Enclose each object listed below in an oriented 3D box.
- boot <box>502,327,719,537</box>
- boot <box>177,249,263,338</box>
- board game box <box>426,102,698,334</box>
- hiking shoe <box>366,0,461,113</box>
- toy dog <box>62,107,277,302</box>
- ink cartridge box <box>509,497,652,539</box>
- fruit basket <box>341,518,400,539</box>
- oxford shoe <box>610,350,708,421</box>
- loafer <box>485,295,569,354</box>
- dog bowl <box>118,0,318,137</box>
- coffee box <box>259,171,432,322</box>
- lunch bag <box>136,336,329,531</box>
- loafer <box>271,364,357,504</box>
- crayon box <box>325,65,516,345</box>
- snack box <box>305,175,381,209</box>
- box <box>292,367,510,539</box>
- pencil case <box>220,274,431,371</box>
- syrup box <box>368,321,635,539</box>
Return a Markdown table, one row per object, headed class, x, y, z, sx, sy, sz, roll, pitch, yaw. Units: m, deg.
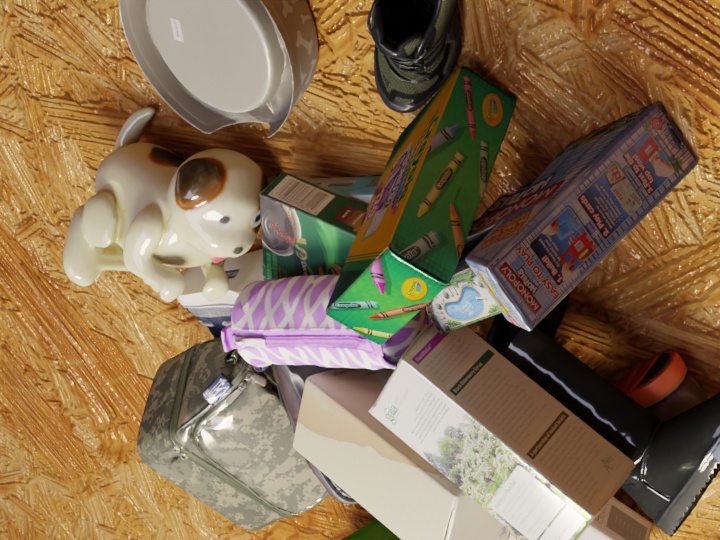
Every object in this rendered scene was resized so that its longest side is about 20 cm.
| class | x | y | z | sx | sy | sz | roll | pitch | yaw |
| --- | --- | --- | --- | --- | --- | --- | --- | --- | --- |
| boot | 0.209 | 0.104 | 1.360 | 0.199 | 0.066 | 0.166 | 38 | 129 | 16 |
| boot | -0.098 | 0.033 | 1.683 | 0.199 | 0.073 | 0.091 | 0 | 137 | 47 |
| board game box | 0.131 | -0.024 | 1.288 | 0.062 | 0.200 | 0.199 | 53 | 142 | -10 |
| hiking shoe | 0.034 | -0.192 | 1.313 | 0.075 | 0.101 | 0.201 | 34 | 141 | 16 |
| toy dog | -0.167 | -0.061 | 1.619 | 0.199 | 0.196 | 0.139 | -3 | 165 | 45 |
| ink cartridge box | 0.143 | 0.218 | 1.559 | 0.199 | 0.045 | 0.175 | 35 | 151 | -27 |
| fruit basket | 0.026 | 0.394 | 1.769 | 0.214 | 0.216 | 0.156 | 29 | 140 | 21 |
| oxford shoe | 0.223 | 0.138 | 1.455 | 0.073 | 0.071 | 0.200 | 48 | 143 | -8 |
| loafer | 0.136 | 0.082 | 1.487 | 0.068 | 0.070 | 0.202 | 31 | 140 | 20 |
| dog bowl | -0.122 | -0.213 | 1.481 | 0.199 | 0.059 | 0.201 | 26 | 137 | 26 |
| coffee box | 0.000 | 0.000 | 1.503 | 0.199 | 0.044 | 0.124 | 24 | 137 | 24 |
| lunch bag | -0.107 | 0.158 | 1.709 | 0.167 | 0.140 | 0.200 | -27 | 126 | 37 |
| loafer | -0.040 | 0.128 | 1.596 | 0.202 | 0.071 | 0.063 | 68 | 158 | 6 |
| crayon box | 0.050 | -0.052 | 1.339 | 0.058 | 0.201 | 0.119 | 30 | 144 | -11 |
| snack box | 0.018 | 0.007 | 1.560 | 0.115 | 0.037 | 0.201 | 1 | 124 | 43 |
| box | 0.040 | 0.164 | 1.455 | 0.199 | 0.094 | 0.078 | 34 | 124 | 37 |
| pencil case | -0.032 | 0.047 | 1.469 | 0.199 | 0.085 | 0.085 | -4 | 99 | 42 |
| syrup box | 0.113 | 0.135 | 1.352 | 0.200 | 0.081 | 0.079 | 40 | 135 | 11 |
